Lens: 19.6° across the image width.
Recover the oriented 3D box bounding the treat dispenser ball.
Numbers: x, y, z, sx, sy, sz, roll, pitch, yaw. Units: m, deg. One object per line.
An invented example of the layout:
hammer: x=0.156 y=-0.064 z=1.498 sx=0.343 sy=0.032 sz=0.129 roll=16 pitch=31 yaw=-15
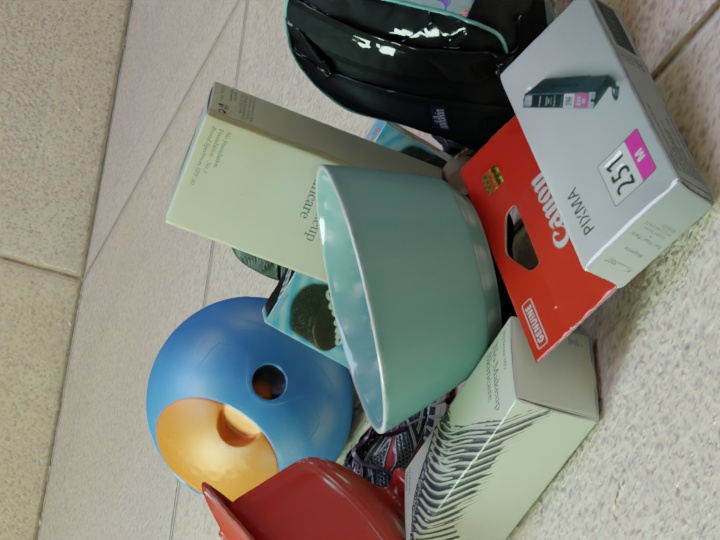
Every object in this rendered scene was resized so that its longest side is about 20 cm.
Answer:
treat dispenser ball: x=-0.105 y=0.126 z=1.986 sx=0.201 sy=0.199 sz=0.203 roll=-165 pitch=90 yaw=-74

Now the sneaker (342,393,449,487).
sneaker: x=0.024 y=0.151 z=1.747 sx=0.081 sy=0.074 sz=0.202 roll=144 pitch=140 yaw=-67

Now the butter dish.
butter dish: x=-0.004 y=0.215 z=1.620 sx=0.148 sy=0.200 sz=0.200 roll=-43 pitch=-21 yaw=-5

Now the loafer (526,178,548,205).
loafer: x=0.158 y=-0.115 z=1.539 sx=0.076 sy=0.068 sz=0.202 roll=125 pitch=155 yaw=-51

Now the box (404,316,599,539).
box: x=0.099 y=0.128 z=1.517 sx=0.083 sy=0.068 sz=0.201 roll=-91 pitch=22 yaw=-43

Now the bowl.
bowl: x=0.039 y=0.010 z=1.539 sx=0.201 sy=0.104 sz=0.203 roll=166 pitch=90 yaw=-83

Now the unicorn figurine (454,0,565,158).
unicorn figurine: x=0.125 y=-0.172 z=1.728 sx=0.200 sy=0.073 sz=0.139 roll=-80 pitch=-1 yaw=-77

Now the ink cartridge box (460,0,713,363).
ink cartridge box: x=0.139 y=-0.066 z=1.440 sx=0.174 sy=0.043 sz=0.201 roll=-44 pitch=43 yaw=25

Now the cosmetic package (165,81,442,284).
cosmetic package: x=-0.044 y=-0.059 z=1.644 sx=0.073 sy=0.198 sz=0.104 roll=-87 pitch=18 yaw=-64

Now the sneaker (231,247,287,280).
sneaker: x=-0.019 y=-0.049 z=1.855 sx=0.116 sy=0.198 sz=0.076 roll=-98 pitch=11 yaw=-49

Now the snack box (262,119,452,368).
snack box: x=0.015 y=-0.017 z=1.780 sx=0.201 sy=0.116 sz=0.037 roll=-59 pitch=16 yaw=10

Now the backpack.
backpack: x=0.048 y=-0.192 z=1.599 sx=0.176 sy=0.198 sz=0.154 roll=69 pitch=-145 yaw=-55

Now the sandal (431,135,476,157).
sandal: x=0.087 y=-0.159 z=1.874 sx=0.076 sy=0.042 sz=0.202 roll=132 pitch=149 yaw=-58

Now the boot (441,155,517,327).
boot: x=0.083 y=0.028 z=1.670 sx=0.201 sy=0.072 sz=0.167 roll=101 pitch=160 yaw=-43
